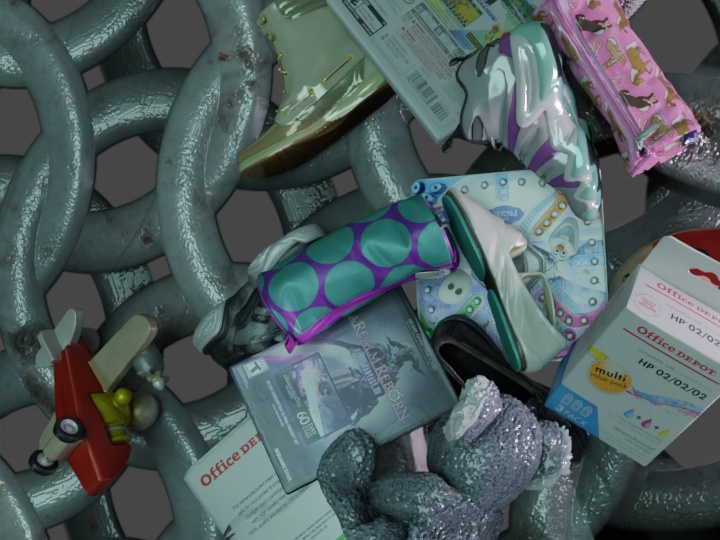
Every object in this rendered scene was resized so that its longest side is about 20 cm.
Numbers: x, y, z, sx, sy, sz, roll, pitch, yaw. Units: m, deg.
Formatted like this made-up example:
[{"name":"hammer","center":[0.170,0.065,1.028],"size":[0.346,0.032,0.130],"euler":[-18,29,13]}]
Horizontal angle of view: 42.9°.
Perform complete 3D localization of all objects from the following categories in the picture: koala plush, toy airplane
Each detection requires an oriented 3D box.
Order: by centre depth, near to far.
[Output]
[{"name":"koala plush","center":[0.095,0.197,0.851],"size":[0.200,0.177,0.184],"euler":[-48,32,7]},{"name":"toy airplane","center":[-0.298,0.142,1.044],"size":[0.200,0.141,0.200],"euler":[2,77,53]}]

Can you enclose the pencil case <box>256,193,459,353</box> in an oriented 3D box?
[{"name":"pencil case","center":[0.000,0.000,0.919],"size":[0.200,0.085,0.093],"euler":[-27,61,1]}]

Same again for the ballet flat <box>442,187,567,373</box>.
[{"name":"ballet flat","center":[0.146,0.003,0.911],"size":[0.069,0.069,0.200],"euler":[-26,76,15]}]

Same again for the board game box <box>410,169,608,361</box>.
[{"name":"board game box","center":[0.152,-0.004,0.952],"size":[0.199,0.026,0.201],"euler":[-4,87,17]}]

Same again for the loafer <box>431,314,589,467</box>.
[{"name":"loafer","center":[0.145,0.130,0.916],"size":[0.200,0.063,0.072],"euler":[44,109,2]}]

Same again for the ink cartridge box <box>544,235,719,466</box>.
[{"name":"ink cartridge box","center":[0.267,0.077,0.831],"size":[0.115,0.068,0.200],"euler":[30,135,5]}]

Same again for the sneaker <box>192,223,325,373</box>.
[{"name":"sneaker","center":[-0.086,0.048,1.001],"size":[0.200,0.075,0.114],"euler":[-46,78,16]}]

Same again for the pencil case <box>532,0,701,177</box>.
[{"name":"pencil case","center":[0.245,-0.193,0.886],"size":[0.083,0.087,0.200],"euler":[-30,86,-2]}]

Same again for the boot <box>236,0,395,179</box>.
[{"name":"boot","center":[-0.077,-0.207,1.003],"size":[0.200,0.072,0.155],"euler":[-34,80,6]}]

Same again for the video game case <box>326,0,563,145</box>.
[{"name":"video game case","center":[0.094,-0.259,0.955],"size":[0.182,0.022,0.200],"euler":[-36,78,-3]}]

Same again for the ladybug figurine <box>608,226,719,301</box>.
[{"name":"ladybug figurine","center":[0.338,0.025,0.871],"size":[0.199,0.072,0.136],"euler":[-6,87,17]}]

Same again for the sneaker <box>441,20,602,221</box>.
[{"name":"sneaker","center":[0.148,-0.128,0.895],"size":[0.140,0.078,0.200],"euler":[-17,104,24]}]

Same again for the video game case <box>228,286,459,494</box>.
[{"name":"video game case","center":[-0.016,0.120,0.944],"size":[0.200,0.019,0.143],"euler":[-26,77,-4]}]

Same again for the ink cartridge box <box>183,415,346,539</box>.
[{"name":"ink cartridge box","center":[-0.069,0.250,0.983],"size":[0.146,0.084,0.200],"euler":[-41,78,11]}]
